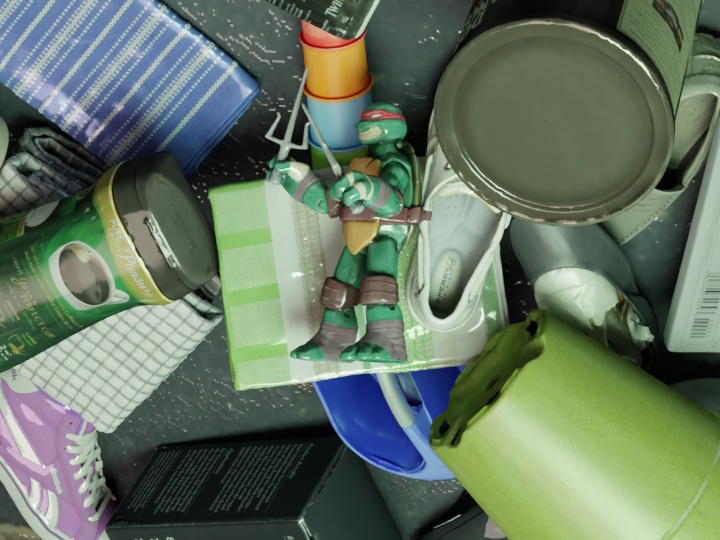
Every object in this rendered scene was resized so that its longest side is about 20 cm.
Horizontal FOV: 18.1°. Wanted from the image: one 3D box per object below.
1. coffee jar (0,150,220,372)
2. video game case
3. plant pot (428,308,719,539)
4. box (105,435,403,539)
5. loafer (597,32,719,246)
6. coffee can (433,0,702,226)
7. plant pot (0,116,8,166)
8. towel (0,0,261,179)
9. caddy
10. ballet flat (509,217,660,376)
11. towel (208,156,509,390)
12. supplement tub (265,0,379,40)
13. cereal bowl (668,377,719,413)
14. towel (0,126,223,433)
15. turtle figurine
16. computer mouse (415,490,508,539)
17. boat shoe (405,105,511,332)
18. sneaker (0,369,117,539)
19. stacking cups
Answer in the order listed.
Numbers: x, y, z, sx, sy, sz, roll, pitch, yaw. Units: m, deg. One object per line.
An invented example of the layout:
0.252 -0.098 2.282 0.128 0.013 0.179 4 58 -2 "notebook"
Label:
-0.200 -0.007 1.605 0.199 0.085 0.105 -21 110 18 "coffee jar"
0.313 -0.024 1.540 0.181 0.022 0.201 1 129 -9 "video game case"
0.152 0.131 1.528 0.190 0.200 0.200 40 127 -10 "plant pot"
-0.079 0.223 1.810 0.199 0.104 0.149 -5 124 31 "box"
0.193 -0.075 1.542 0.070 0.070 0.200 25 130 -6 "loafer"
0.137 -0.144 1.424 0.145 0.200 0.147 8 128 11 "coffee can"
-0.360 -0.114 1.623 0.200 0.201 0.183 -26 127 31 "plant pot"
-0.185 -0.147 1.634 0.200 0.024 0.145 37 127 -12 "towel"
0.034 0.065 1.673 0.141 0.105 0.201 -12 122 23 "caddy"
0.163 0.023 1.582 0.073 0.073 0.200 -11 147 24 "ballet flat"
0.000 0.000 1.582 0.199 0.031 0.150 -7 90 -3 "towel"
-0.064 -0.244 1.460 0.199 0.123 0.123 27 129 -4 "supplement tub"
0.270 0.157 1.686 0.199 0.083 0.201 9 128 11 "cereal bowl"
-0.213 0.004 1.721 0.200 0.086 0.166 36 126 -10 "towel"
-0.003 -0.040 1.499 0.100 0.201 0.150 3 176 -16 "turtle figurine"
0.104 0.249 1.830 0.140 0.046 0.200 42 126 -14 "computer mouse"
0.076 -0.056 1.535 0.070 0.069 0.201 9 90 -1 "boat shoe"
-0.233 0.155 1.848 0.114 0.073 0.201 -26 115 28 "sneaker"
-0.010 -0.114 1.589 0.060 0.061 0.201 6 124 13 "stacking cups"
